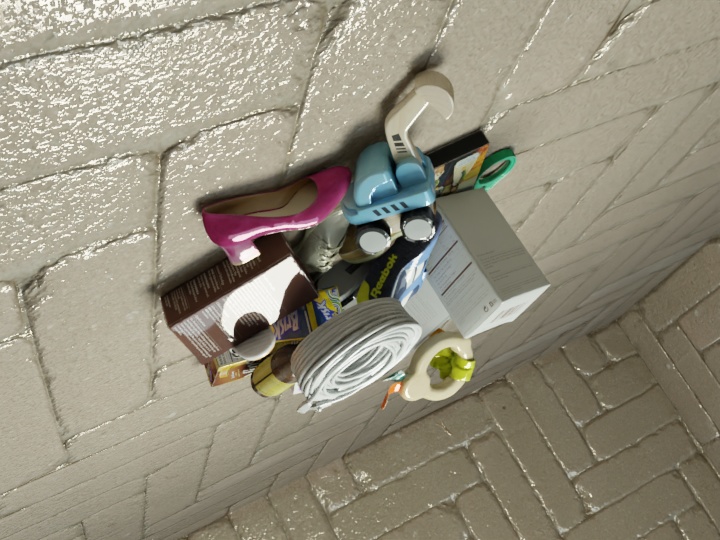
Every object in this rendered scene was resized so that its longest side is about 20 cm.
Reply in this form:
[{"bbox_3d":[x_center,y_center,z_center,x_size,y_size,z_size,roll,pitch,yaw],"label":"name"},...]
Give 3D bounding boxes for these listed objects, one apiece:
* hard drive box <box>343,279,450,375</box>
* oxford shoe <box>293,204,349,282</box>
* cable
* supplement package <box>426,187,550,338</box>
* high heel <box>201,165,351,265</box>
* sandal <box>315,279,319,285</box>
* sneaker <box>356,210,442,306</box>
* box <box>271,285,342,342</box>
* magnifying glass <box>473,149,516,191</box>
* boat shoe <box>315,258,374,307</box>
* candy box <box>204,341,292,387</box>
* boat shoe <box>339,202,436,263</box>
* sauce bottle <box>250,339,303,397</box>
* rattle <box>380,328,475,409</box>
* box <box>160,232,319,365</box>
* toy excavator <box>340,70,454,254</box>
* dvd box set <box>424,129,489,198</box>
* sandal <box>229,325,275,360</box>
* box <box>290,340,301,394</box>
[{"bbox_3d":[0.062,0.058,1.455,0.200,0.156,0.077,-40,177,-7],"label":"hard drive box"},{"bbox_3d":[-0.055,-0.035,1.266,0.075,0.058,0.200,-11,152,-42],"label":"oxford shoe"},{"bbox_3d":[-0.007,0.119,1.259,0.200,0.069,0.200,-19,153,-29],"label":"cable"},{"bbox_3d":[0.180,-0.015,1.344,0.117,0.200,0.117,-16,155,-36],"label":"supplement package"},{"bbox_3d":[-0.103,-0.093,1.064,0.200,0.067,0.096,-31,140,-6],"label":"high heel"},{"bbox_3d":[-0.096,0.048,1.461,0.076,0.043,0.200,-15,167,-21],"label":"sandal"},{"bbox_3d":[0.069,-0.012,1.324,0.082,0.074,0.200,6,121,-56],"label":"sneaker"},{"bbox_3d":[-0.108,0.073,1.325,0.064,0.070,0.200,-14,-179,-36],"label":"box"},{"bbox_3d":[0.201,-0.138,1.446,0.079,0.022,0.200,-18,159,-33],"label":"magnifying glass"},{"bbox_3d":[0.000,0.000,1.378,0.200,0.069,0.057,-35,157,-31],"label":"boat shoe"},{"bbox_3d":[-0.172,0.143,1.506,0.199,0.057,0.117,-12,160,-21],"label":"candy box"},{"bbox_3d":[0.020,-0.072,1.266,0.076,0.072,0.200,16,145,-37],"label":"boat shoe"},{"bbox_3d":[-0.122,0.159,1.391,0.065,0.065,0.200,-18,170,-32],"label":"sauce bottle"},{"bbox_3d":[0.087,0.158,1.464,0.200,0.143,0.130,-24,138,-20],"label":"rattle"},{"bbox_3d":[-0.172,0.037,1.201,0.200,0.075,0.100,-29,134,1],"label":"box"},{"bbox_3d":[0.048,-0.138,1.079,0.194,0.100,0.200,-16,131,18],"label":"toy excavator"},{"bbox_3d":[0.118,-0.130,1.324,0.146,0.029,0.200,-25,161,-15],"label":"dvd box set"},{"bbox_3d":[-0.169,0.105,1.277,0.079,0.059,0.207,-33,-154,-9],"label":"sandal"},{"bbox_3d":[-0.094,0.132,1.441,0.041,0.039,0.200,-10,137,-23],"label":"box"}]
